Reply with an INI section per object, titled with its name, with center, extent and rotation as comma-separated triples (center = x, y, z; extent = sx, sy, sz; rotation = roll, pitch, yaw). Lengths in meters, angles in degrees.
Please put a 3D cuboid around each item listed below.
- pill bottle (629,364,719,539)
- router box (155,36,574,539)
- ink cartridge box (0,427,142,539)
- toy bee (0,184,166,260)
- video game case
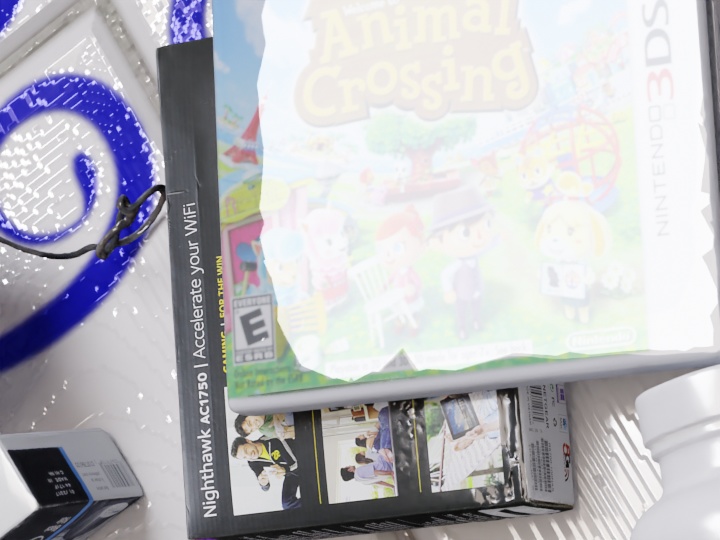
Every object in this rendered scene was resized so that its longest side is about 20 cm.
[pill bottle]
center = 0.154, 0.134, 1.059
extent = 0.104, 0.104, 0.201
rotation = -18, 77, 21
[router box]
center = 0.000, 0.000, 1.174
extent = 0.148, 0.051, 0.202
rotation = -8, 80, 25
[ink cartridge box]
center = -0.188, 0.135, 1.215
extent = 0.200, 0.099, 0.039
rotation = -37, 78, 17
[toy bee]
center = -0.187, 0.015, 1.205
extent = 0.109, 0.200, 0.131
rotation = 39, 137, 7
[video game case]
center = 0.038, -0.046, 1.120
extent = 0.199, 0.022, 0.183
rotation = -7, 79, 24
